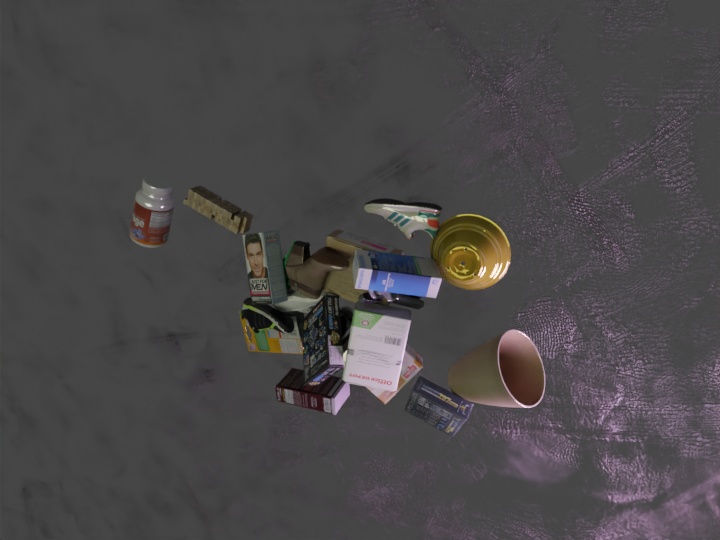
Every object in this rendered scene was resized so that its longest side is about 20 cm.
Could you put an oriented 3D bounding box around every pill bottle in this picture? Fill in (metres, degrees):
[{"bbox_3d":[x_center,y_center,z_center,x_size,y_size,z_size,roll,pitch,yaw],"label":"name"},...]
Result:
[{"bbox_3d":[-0.618,-0.177,1.618,0.112,0.112,0.200,28,120,10],"label":"pill bottle"}]

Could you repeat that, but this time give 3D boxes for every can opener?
[{"bbox_3d":[0.080,0.063,1.378,0.066,0.200,0.053,-37,54,39],"label":"can opener"}]

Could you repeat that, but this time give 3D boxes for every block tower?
[{"bbox_3d":[-0.410,-0.177,1.561,0.200,0.054,0.058,28,119,10],"label":"block tower"}]

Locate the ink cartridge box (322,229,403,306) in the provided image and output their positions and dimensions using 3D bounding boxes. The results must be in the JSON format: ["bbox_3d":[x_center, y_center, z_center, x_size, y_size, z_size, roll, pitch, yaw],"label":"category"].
[{"bbox_3d":[0.000,0.000,1.443,0.200,0.075,0.165,20,117,16],"label":"ink cartridge box"}]

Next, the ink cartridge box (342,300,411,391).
[{"bbox_3d":[0.042,0.193,1.397,0.146,0.084,0.200,11,105,3],"label":"ink cartridge box"}]

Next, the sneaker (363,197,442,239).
[{"bbox_3d":[0.101,-0.125,1.347,0.200,0.070,0.094,8,108,18],"label":"sneaker"}]

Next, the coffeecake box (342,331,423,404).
[{"bbox_3d":[0.048,0.239,1.489,0.200,0.073,0.154,42,102,-4],"label":"coffeecake box"}]

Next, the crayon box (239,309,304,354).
[{"bbox_3d":[-0.259,0.184,1.650,0.200,0.052,0.126,-1,111,23],"label":"crayon box"}]

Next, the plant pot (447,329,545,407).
[{"bbox_3d":[0.325,0.263,1.367,0.200,0.187,0.187,-27,99,45],"label":"plant pot"}]

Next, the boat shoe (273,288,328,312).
[{"bbox_3d":[-0.171,0.090,1.563,0.200,0.072,0.069,-9,120,26],"label":"boat shoe"}]

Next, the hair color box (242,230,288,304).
[{"bbox_3d":[-0.269,-0.008,1.525,0.099,0.061,0.200,-3,95,43],"label":"hair color box"}]

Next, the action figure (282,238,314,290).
[{"bbox_3d":[-0.195,0.000,1.542,0.118,0.055,0.200,48,125,-3],"label":"action figure"}]

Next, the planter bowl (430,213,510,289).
[{"bbox_3d":[0.255,-0.030,1.312,0.200,0.083,0.201,9,115,21],"label":"planter bowl"}]

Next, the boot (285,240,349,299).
[{"bbox_3d":[-0.114,0.011,1.424,0.200,0.070,0.146,24,126,31],"label":"boot"}]

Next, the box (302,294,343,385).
[{"bbox_3d":[-0.107,0.194,1.481,0.050,0.199,0.200,9,151,-23],"label":"box"}]

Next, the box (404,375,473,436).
[{"bbox_3d":[0.207,0.372,1.470,0.158,0.051,0.200,27,153,13],"label":"box"}]

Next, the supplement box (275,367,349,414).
[{"bbox_3d":[-0.145,0.363,1.643,0.200,0.109,0.061,8,115,22],"label":"supplement box"}]

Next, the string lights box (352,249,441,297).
[{"bbox_3d":[0.085,0.006,1.310,0.200,0.103,0.059,7,118,-8],"label":"string lights box"}]

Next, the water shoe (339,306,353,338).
[{"bbox_3d":[-0.082,0.187,1.556,0.071,0.079,0.200,31,121,9],"label":"water shoe"}]

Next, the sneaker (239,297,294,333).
[{"bbox_3d":[-0.273,0.150,1.574,0.200,0.072,0.083,27,100,34],"label":"sneaker"}]
